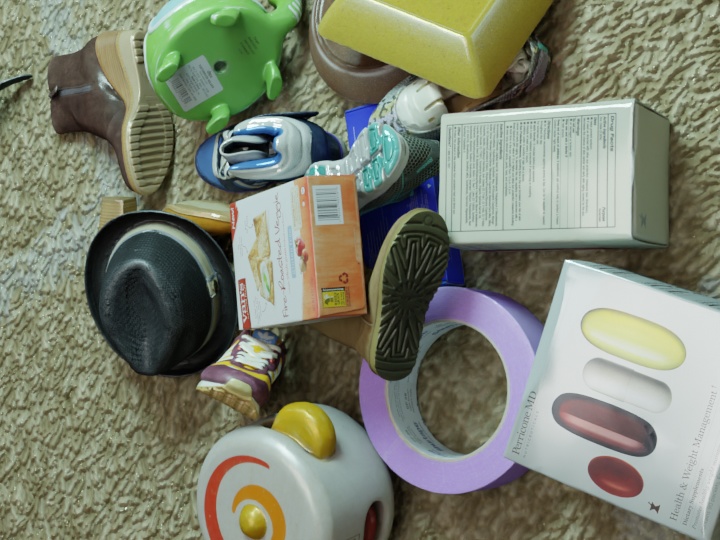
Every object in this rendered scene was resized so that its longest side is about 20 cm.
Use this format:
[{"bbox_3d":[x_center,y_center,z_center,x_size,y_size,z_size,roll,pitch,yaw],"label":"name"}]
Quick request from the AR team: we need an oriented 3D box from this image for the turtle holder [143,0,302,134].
[{"bbox_3d":[-0.155,-0.258,1.557,0.186,0.140,0.132,-54,37,19],"label":"turtle holder"}]

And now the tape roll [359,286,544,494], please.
[{"bbox_3d":[0.099,0.118,1.422,0.198,0.065,0.202,-3,84,31],"label":"tape roll"}]

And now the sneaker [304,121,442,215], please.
[{"bbox_3d":[0.012,-0.084,1.431,0.200,0.090,0.078,-25,69,55],"label":"sneaker"}]

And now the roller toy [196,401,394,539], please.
[{"bbox_3d":[-0.069,0.236,1.447,0.199,0.139,0.184,-28,82,38],"label":"roller toy"}]

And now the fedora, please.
[{"bbox_3d":[-0.228,0.040,1.558,0.198,0.092,0.203,5,113,11],"label":"fedora"}]

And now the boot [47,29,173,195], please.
[{"bbox_3d":[-0.300,-0.177,1.691,0.165,0.072,0.202,-11,82,41],"label":"boot"}]

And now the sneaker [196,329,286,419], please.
[{"bbox_3d":[-0.118,0.099,1.480,0.074,0.200,0.091,27,83,-3],"label":"sneaker"}]

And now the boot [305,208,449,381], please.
[{"bbox_3d":[0.000,0.000,1.421,0.200,0.066,0.177,35,110,58],"label":"boot"}]

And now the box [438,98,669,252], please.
[{"bbox_3d":[0.184,-0.085,1.360,0.198,0.109,0.129,0,86,30],"label":"box"}]

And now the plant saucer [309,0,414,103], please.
[{"bbox_3d":[0.025,-0.273,1.487,0.199,0.034,0.202,-11,67,27],"label":"plant saucer"}]

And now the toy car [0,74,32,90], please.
[{"bbox_3d":[-0.513,-0.230,1.761,0.198,0.164,0.159,-15,79,19],"label":"toy car"}]

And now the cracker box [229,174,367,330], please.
[{"bbox_3d":[-0.066,-0.014,1.423,0.200,0.057,0.135,-13,81,63],"label":"cracker box"}]

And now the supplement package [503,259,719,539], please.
[{"bbox_3d":[0.266,0.111,1.276,0.199,0.147,0.193,19,96,29],"label":"supplement package"}]

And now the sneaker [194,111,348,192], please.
[{"bbox_3d":[-0.126,-0.129,1.524,0.198,0.146,0.082,2,87,30],"label":"sneaker"}]

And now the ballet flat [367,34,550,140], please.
[{"bbox_3d":[0.092,-0.181,1.413,0.199,0.072,0.073,-25,73,8],"label":"ballet flat"}]

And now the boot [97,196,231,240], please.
[{"bbox_3d":[-0.213,-0.006,1.623,0.199,0.071,0.146,5,101,24],"label":"boot"}]

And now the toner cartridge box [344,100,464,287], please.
[{"bbox_3d":[0.045,-0.076,1.480,0.094,0.043,0.202,-12,80,30],"label":"toner cartridge box"}]

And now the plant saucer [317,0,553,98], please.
[{"bbox_3d":[0.083,-0.285,1.404,0.199,0.049,0.201,25,68,24],"label":"plant saucer"}]
